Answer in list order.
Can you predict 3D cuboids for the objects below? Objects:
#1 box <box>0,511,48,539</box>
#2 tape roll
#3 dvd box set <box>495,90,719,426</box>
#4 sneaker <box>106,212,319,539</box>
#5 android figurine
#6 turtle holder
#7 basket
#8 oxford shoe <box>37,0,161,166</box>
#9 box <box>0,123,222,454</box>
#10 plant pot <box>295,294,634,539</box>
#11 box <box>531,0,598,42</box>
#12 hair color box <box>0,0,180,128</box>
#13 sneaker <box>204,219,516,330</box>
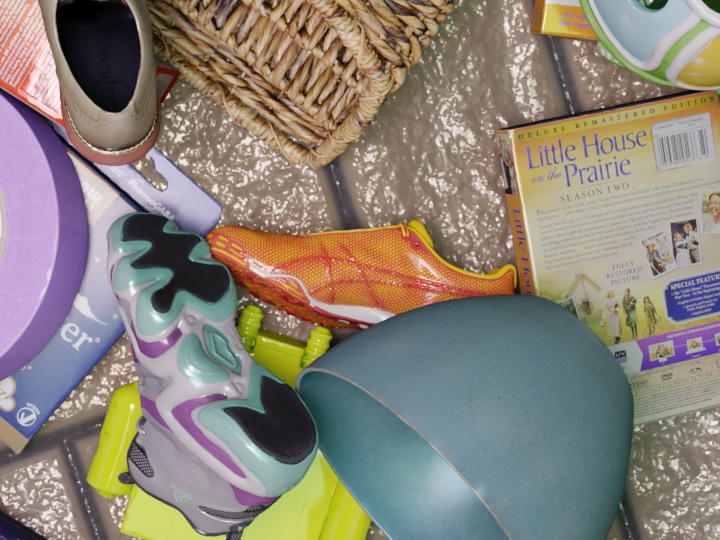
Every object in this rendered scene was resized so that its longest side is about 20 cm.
[{"bbox_3d":[-0.247,0.184,1.099,0.200,0.141,0.079,38,92,-28],"label":"box"},{"bbox_3d":[-0.266,-0.023,1.115,0.200,0.066,0.201,0,87,9],"label":"tape roll"},{"bbox_3d":[0.169,-0.004,1.176,0.146,0.029,0.200,-13,98,-17],"label":"dvd box set"},{"bbox_3d":[-0.116,0.075,1.119,0.140,0.078,0.200,-53,56,39],"label":"sneaker"},{"bbox_3d":[-0.075,0.122,1.183,0.182,0.041,0.200,19,98,-5],"label":"android figurine"},{"bbox_3d":[0.197,-0.160,1.084,0.141,0.132,0.186,1,97,-6],"label":"turtle holder"},{"bbox_3d":[-0.059,-0.165,1.098,0.200,0.143,0.149,38,92,-7],"label":"basket"},{"bbox_3d":[-0.145,-0.161,1.007,0.070,0.075,0.200,-16,80,-12],"label":"oxford shoe"},{"bbox_3d":[-0.193,0.000,1.165,0.121,0.032,0.200,41,92,-7],"label":"box"},{"bbox_3d":[0.079,0.092,1.081,0.135,0.200,0.200,-41,98,-19],"label":"plant pot"},{"bbox_3d":[0.178,-0.239,1.158,0.119,0.041,0.200,5,99,-5],"label":"box"},{"bbox_3d":[-0.210,-0.146,1.096,0.200,0.111,0.064,34,95,0],"label":"hair color box"},{"bbox_3d":[0.000,0.000,1.169,0.200,0.073,0.077,15,81,-13],"label":"sneaker"}]
